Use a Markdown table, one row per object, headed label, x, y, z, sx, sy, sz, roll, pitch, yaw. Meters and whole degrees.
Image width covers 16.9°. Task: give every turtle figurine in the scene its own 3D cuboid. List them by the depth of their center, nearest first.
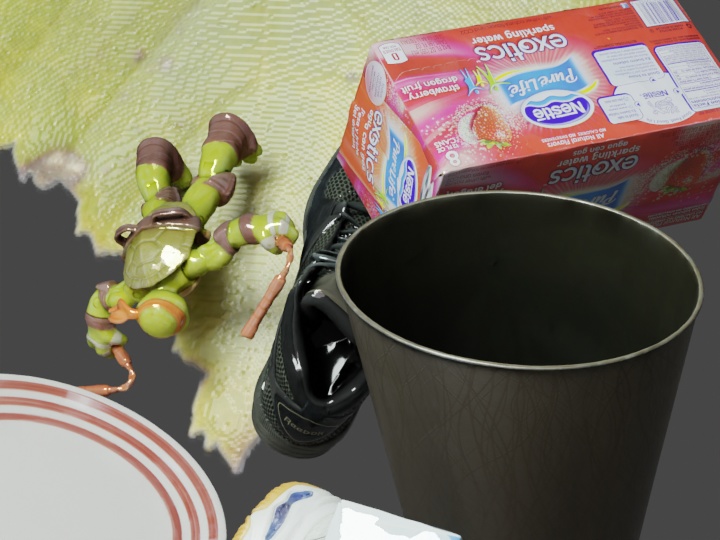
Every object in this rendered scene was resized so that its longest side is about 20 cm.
| label | x | y | z | sx | sy | sz | roll | pitch | yaw |
| --- | --- | --- | --- | --- | --- | --- | --- | --- | --- |
| turtle figurine | -0.115 | -0.013 | 1.411 | 0.200 | 0.064 | 0.162 | -31 | 36 | 33 |

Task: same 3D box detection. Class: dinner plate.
| label | x | y | z | sx | sy | sz | roll | pitch | yaw |
| --- | --- | --- | --- | --- | --- | --- | --- | --- | --- |
| dinner plate | -0.171 | 0.127 | 1.326 | 0.200 | 0.024 | 0.200 | 18 | 29 | -10 |

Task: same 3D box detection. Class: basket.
| label | x | y | z | sx | sy | sz | roll | pitch | yaw |
| --- | --- | --- | --- | --- | --- | --- | --- | --- | --- |
| basket | 0.080 | 0.080 | 1.228 | 0.180 | 0.200 | 0.136 | 9 | 40 | 15 |

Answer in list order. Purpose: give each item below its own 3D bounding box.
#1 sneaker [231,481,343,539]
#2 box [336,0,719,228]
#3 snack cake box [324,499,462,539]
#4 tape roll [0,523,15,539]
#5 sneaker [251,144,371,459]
| label | x | y | z | sx | sy | sz | roll | pitch | yaw |
| --- | --- | --- | --- | --- | --- | --- | --- | --- | --- |
| sneaker | -0.055 | 0.206 | 1.281 | 0.088 | 0.075 | 0.200 | 27 | 72 | 26 |
| box | 0.100 | -0.075 | 1.345 | 0.200 | 0.096 | 0.100 | -12 | 54 | -24 |
| snack cake box | 0.020 | 0.209 | 1.185 | 0.067 | 0.200 | 0.115 | 14 | 66 | 21 |
| tape roll | -0.263 | 0.207 | 1.280 | 0.200 | 0.066 | 0.201 | 5 | 45 | -5 |
| sneaker | 0.000 | 0.000 | 1.354 | 0.076 | 0.114 | 0.200 | 24 | 66 | -8 |
